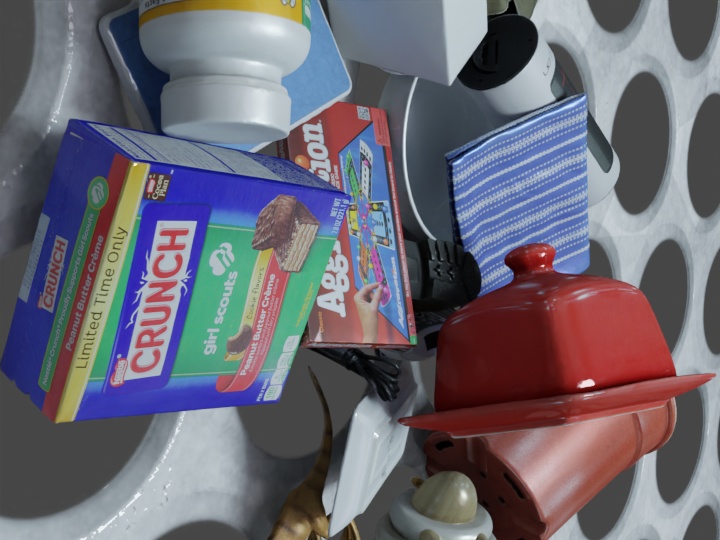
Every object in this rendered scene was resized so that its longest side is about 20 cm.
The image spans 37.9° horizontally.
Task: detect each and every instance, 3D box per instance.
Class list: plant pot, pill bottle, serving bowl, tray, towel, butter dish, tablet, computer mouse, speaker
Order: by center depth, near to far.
[{"bbox_3d":[-0.088,-0.189,0.683,0.112,0.112,0.202,4,85,-52],"label":"pill bottle"},{"bbox_3d":[-0.090,-0.154,0.768,0.200,0.014,0.131,-38,113,-40],"label":"tablet"},{"bbox_3d":[0.150,0.051,0.857,0.199,0.199,0.149,-1,79,-40],"label":"butter dish"},{"bbox_3d":[0.017,0.145,0.891,0.200,0.022,0.108,-28,131,-74],"label":"tray"},{"bbox_3d":[0.028,0.063,0.915,0.200,0.109,0.044,-14,122,-58],"label":"computer mouse"},{"bbox_3d":[0.146,-0.047,0.935,0.144,0.024,0.201,-26,133,-15],"label":"towel"},{"bbox_3d":[0.162,-0.138,0.948,0.200,0.081,0.082,43,63,-45],"label":"speaker"},{"bbox_3d":[0.073,-0.120,0.955,0.200,0.066,0.202,-13,107,-50],"label":"serving bowl"},{"bbox_3d":[0.177,0.163,1.052,0.195,0.200,0.202,-37,124,-32],"label":"plant pot"}]

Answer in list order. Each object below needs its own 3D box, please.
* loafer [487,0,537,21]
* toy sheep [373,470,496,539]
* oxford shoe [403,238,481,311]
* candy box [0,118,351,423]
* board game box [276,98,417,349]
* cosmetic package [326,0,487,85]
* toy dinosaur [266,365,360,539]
[{"bbox_3d":[0.113,-0.268,0.973,0.199,0.075,0.070,8,86,-52],"label":"loafer"},{"bbox_3d":[0.068,0.278,0.969,0.137,0.137,0.201,-3,111,-51],"label":"toy sheep"},{"bbox_3d":[0.000,0.000,0.879,0.199,0.084,0.073,21,63,-30],"label":"oxford shoe"},{"bbox_3d":[-0.117,0.004,0.697,0.199,0.077,0.170,4,111,-50],"label":"candy box"},{"bbox_3d":[-0.013,-0.039,0.819,0.102,0.019,0.201,4,71,-34],"label":"board game box"},{"bbox_3d":[0.031,-0.250,0.802,0.081,0.112,0.201,-57,156,-29],"label":"cosmetic package"},{"bbox_3d":[-0.043,0.195,0.869,0.106,0.060,0.201,52,56,-41],"label":"toy dinosaur"}]
